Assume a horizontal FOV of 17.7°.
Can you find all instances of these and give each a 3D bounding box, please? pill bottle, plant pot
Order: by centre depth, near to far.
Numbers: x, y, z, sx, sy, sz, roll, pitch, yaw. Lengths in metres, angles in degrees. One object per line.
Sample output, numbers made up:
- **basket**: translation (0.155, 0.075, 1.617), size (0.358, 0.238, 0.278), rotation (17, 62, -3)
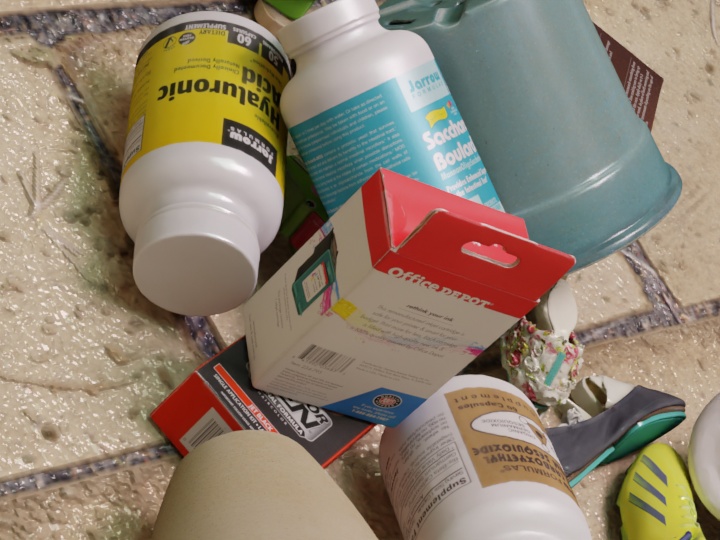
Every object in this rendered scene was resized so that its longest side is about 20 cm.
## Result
- **plant pot**: translation (-0.056, 0.193, 1.338), size (0.187, 0.188, 0.200), rotation (23, 30, -28)
- **pill bottle**: translation (0.086, 0.168, 1.483), size (0.114, 0.115, 0.200), rotation (24, 25, -27)
- **pill bottle**: translation (0.016, -0.084, 1.548), size (0.111, 0.111, 0.201), rotation (-31, 97, -52)
- **pill bottle**: translation (-0.105, -0.070, 1.554), size (0.111, 0.111, 0.201), rotation (26, 43, -25)
- **plant pot**: translation (0.106, -0.117, 1.666), size (0.200, 0.199, 0.197), rotation (-48, 121, -52)
- **pill bottle**: translation (0.331, 0.141, 1.754), size (0.117, 0.116, 0.200), rotation (61, 21, 17)

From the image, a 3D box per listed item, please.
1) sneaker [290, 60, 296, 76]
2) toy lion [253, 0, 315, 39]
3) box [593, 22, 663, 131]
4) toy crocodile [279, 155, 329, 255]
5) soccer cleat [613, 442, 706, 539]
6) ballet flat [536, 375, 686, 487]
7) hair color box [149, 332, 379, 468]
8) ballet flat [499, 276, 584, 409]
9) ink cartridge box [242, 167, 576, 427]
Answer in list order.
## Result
- **sneaker**: translation (0.034, -0.160, 1.795), size (0.199, 0.073, 0.112), rotation (-6, 63, -45)
- **toy lion**: translation (-0.092, -0.280, 1.798), size (0.191, 0.069, 0.200), rotation (35, 38, -3)
- **box**: translation (0.152, -0.172, 1.921), size (0.200, 0.075, 0.100), rotation (38, 39, -14)
- **toy crocodile**: translation (0.000, 0.000, 1.628), size (0.200, 0.067, 0.062), rotation (48, 38, 0)
- **soccer cleat**: translation (0.223, 0.197, 1.652), size (0.065, 0.084, 0.201), rotation (39, 39, -20)
- **ballet flat**: translation (0.170, 0.113, 1.694), size (0.200, 0.073, 0.073), rotation (-23, 75, -48)
- **hair color box**: translation (-0.038, 0.079, 1.528), size (0.102, 0.061, 0.200), rotation (49, 37, 3)
- **ballet flat**: translation (0.134, 0.023, 1.705), size (0.075, 0.064, 0.200), rotation (20, 31, -20)
- **ink cartridge box**: translation (0.028, 0.010, 1.439), size (0.116, 0.200, 0.067), rotation (18, 46, -31)
